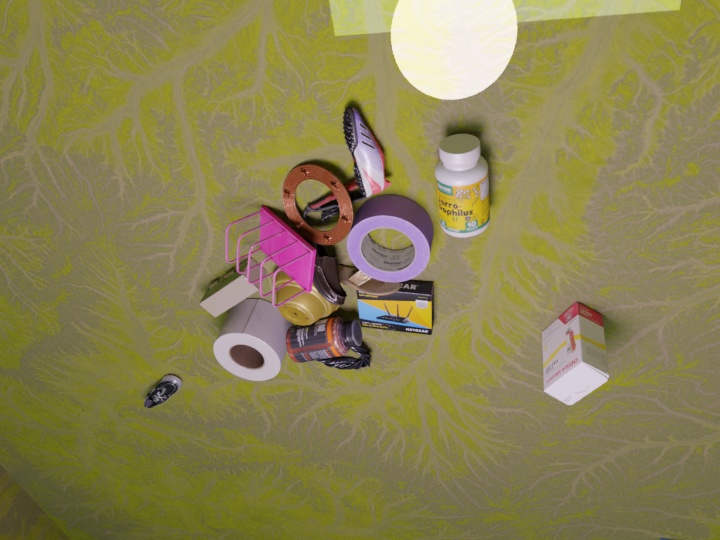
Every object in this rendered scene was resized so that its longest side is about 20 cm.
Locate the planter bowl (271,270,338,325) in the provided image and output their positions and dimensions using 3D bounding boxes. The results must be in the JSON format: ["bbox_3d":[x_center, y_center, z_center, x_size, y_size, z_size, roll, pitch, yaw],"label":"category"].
[{"bbox_3d":[-0.161,0.088,1.624,0.198,0.084,0.201,15,146,11],"label":"planter bowl"}]

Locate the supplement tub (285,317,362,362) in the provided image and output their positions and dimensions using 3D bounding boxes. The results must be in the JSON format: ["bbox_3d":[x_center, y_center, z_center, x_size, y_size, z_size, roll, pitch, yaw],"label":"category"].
[{"bbox_3d":[-0.097,0.188,1.664,0.198,0.107,0.108,-12,127,21],"label":"supplement tub"}]

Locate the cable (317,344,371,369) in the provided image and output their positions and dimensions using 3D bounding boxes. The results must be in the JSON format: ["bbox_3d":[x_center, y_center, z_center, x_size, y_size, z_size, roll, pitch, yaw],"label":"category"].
[{"bbox_3d":[-0.060,0.242,1.787,0.199,0.051,0.163,32,131,-14],"label":"cable"}]

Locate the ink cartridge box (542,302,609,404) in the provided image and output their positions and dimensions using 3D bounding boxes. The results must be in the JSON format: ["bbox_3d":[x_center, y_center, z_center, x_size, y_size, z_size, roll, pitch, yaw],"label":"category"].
[{"bbox_3d":[0.522,0.202,1.490,0.083,0.201,0.145,27,132,-10],"label":"ink cartridge box"}]

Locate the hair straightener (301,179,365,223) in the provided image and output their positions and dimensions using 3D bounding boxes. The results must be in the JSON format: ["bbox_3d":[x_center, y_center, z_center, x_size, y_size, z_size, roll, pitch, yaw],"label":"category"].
[{"bbox_3d":[-0.060,-0.146,1.446,0.199,0.041,0.077,-24,121,31],"label":"hair straightener"}]

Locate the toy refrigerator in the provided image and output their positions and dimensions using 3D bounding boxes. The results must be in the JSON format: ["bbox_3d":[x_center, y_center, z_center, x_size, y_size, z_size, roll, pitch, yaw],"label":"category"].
[{"bbox_3d":[-0.354,0.047,1.676,0.199,0.076,0.070,-30,118,35],"label":"toy refrigerator"}]

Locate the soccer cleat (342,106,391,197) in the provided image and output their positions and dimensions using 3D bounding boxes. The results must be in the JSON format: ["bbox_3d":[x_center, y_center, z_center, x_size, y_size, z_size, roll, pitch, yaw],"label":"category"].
[{"bbox_3d":[0.013,-0.261,1.319,0.073,0.068,0.202,-20,118,-10],"label":"soccer cleat"}]

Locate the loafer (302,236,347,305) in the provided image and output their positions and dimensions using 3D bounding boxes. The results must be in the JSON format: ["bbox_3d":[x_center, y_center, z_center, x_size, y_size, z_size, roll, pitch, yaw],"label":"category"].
[{"bbox_3d":[-0.089,-0.006,1.514,0.071,0.073,0.201,-35,83,22],"label":"loafer"}]

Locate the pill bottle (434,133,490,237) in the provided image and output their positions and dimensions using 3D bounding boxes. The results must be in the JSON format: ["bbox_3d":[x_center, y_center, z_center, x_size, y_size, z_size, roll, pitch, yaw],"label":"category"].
[{"bbox_3d":[0.217,-0.180,1.293,0.111,0.113,0.201,1,131,15],"label":"pill bottle"}]

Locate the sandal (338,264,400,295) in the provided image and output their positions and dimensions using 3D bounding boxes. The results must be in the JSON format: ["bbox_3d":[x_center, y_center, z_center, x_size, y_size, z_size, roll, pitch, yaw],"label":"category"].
[{"bbox_3d":[-0.002,0.004,1.542,0.209,0.078,0.070,11,134,13],"label":"sandal"}]

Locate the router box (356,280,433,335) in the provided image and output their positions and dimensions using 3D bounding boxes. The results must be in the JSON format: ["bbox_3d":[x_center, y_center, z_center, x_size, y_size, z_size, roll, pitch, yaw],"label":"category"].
[{"bbox_3d":[0.094,0.093,1.610,0.198,0.051,0.150,5,132,13],"label":"router box"}]

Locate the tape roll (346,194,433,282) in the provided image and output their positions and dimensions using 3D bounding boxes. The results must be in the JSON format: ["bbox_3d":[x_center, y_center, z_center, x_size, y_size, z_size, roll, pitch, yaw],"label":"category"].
[{"bbox_3d":[0.071,-0.074,1.447,0.198,0.085,0.201,7,132,8],"label":"tape roll"}]

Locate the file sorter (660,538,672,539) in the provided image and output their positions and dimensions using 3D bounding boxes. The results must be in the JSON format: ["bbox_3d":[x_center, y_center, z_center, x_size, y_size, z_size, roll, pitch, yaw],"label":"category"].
[{"bbox_3d":[1.127,1.059,2.144,0.137,0.123,0.201,1,131,15],"label":"file sorter"}]

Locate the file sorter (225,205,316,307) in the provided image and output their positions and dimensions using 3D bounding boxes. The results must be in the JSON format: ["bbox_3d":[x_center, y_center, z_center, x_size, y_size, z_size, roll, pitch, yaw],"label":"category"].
[{"bbox_3d":[-0.223,-0.030,1.476,0.200,0.125,0.140,40,140,27],"label":"file sorter"}]

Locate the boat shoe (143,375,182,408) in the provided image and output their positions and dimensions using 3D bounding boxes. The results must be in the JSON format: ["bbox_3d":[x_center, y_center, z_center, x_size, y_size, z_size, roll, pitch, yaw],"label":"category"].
[{"bbox_3d":[-0.691,0.426,2.110,0.199,0.068,0.072,-30,118,34],"label":"boat shoe"}]

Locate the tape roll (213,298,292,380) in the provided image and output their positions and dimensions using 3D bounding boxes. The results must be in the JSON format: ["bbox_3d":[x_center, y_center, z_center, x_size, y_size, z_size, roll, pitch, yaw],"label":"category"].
[{"bbox_3d":[-0.306,0.200,1.756,0.200,0.140,0.204,8,132,9],"label":"tape roll"}]

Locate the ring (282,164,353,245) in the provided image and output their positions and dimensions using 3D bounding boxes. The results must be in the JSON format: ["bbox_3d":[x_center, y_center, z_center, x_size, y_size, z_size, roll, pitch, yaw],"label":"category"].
[{"bbox_3d":[-0.105,-0.150,1.425,0.199,0.019,0.202,17,126,25],"label":"ring"}]
